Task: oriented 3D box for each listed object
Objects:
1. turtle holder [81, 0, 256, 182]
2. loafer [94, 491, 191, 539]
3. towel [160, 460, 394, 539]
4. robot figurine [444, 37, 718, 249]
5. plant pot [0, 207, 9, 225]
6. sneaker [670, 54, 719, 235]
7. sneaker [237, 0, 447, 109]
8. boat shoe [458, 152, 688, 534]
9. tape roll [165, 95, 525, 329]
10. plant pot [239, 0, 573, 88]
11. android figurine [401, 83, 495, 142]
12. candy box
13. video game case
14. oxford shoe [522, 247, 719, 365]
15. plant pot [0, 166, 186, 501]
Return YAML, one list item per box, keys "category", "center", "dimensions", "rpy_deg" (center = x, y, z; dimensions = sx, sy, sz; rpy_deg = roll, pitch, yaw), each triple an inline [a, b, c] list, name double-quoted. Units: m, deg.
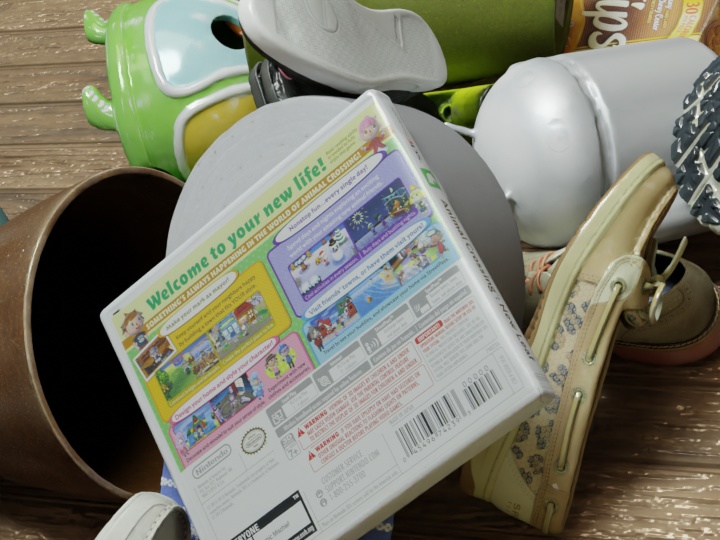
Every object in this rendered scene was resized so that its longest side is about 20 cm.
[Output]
- category: "turtle holder"
  center: [-0.120, -0.120, 1.253]
  dimensions: [0.130, 0.142, 0.186]
  rpy_deg: [-13, 33, 7]
- category: "loafer"
  center: [-0.114, 0.201, 0.844]
  dimensions: [0.069, 0.070, 0.202]
  rpy_deg: [0, 57, 24]
- category: "towel"
  center: [-0.040, 0.105, 0.897]
  dimensions: [0.143, 0.024, 0.202]
  rpy_deg: [6, 84, 32]
- category: "robot figurine"
  center: [0.151, -0.076, 1.051]
  dimensions: [0.198, 0.114, 0.170]
  rpy_deg: [-10, 41, -22]
- category: "plant pot"
  center: [-0.361, -0.035, 1.260]
  dimensions: [0.198, 0.136, 0.201]
  rpy_deg: [-13, 34, 9]
- category: "sneaker"
  center: [0.235, -0.032, 0.966]
  dimensions: [0.077, 0.086, 0.202]
  rpy_deg: [-38, 51, 42]
- category: "sneaker"
  center: [-0.034, -0.113, 1.009]
  dimensions: [0.099, 0.071, 0.199]
  rpy_deg: [-27, -13, 26]
- category: "boat shoe"
  center: [0.121, 0.037, 0.911]
  dimensions: [0.062, 0.073, 0.202]
  rpy_deg: [28, 94, 15]
- category: "tape roll"
  center: [-0.012, 0.008, 0.947]
  dimensions: [0.199, 0.203, 0.066]
  rpy_deg: [8, 5, 35]
- category: "plant pot"
  center: [0.041, -0.198, 1.179]
  dimensions: [0.198, 0.189, 0.188]
  rpy_deg: [7, 40, 14]
- category: "android figurine"
  center: [0.017, -0.097, 1.181]
  dimensions: [0.180, 0.042, 0.199]
  rpy_deg: [-11, 4, -29]
- category: "candy box"
  center: [0.164, -0.164, 1.246]
  dimensions: [0.198, 0.056, 0.116]
  rpy_deg: [3, 42, 31]
- category: "video game case"
  center: [-0.024, 0.041, 0.873]
  dimensions: [0.199, 0.022, 0.183]
  rpy_deg: [-38, 65, 20]
- category: "oxford shoe"
  center: [0.107, 0.009, 1.002]
  dimensions: [0.198, 0.074, 0.071]
  rpy_deg: [-3, 60, 26]
- category: "plant pot"
  center: [-0.190, 0.049, 1.039]
  dimensions: [0.199, 0.188, 0.187]
  rpy_deg: [-10, 32, 39]
